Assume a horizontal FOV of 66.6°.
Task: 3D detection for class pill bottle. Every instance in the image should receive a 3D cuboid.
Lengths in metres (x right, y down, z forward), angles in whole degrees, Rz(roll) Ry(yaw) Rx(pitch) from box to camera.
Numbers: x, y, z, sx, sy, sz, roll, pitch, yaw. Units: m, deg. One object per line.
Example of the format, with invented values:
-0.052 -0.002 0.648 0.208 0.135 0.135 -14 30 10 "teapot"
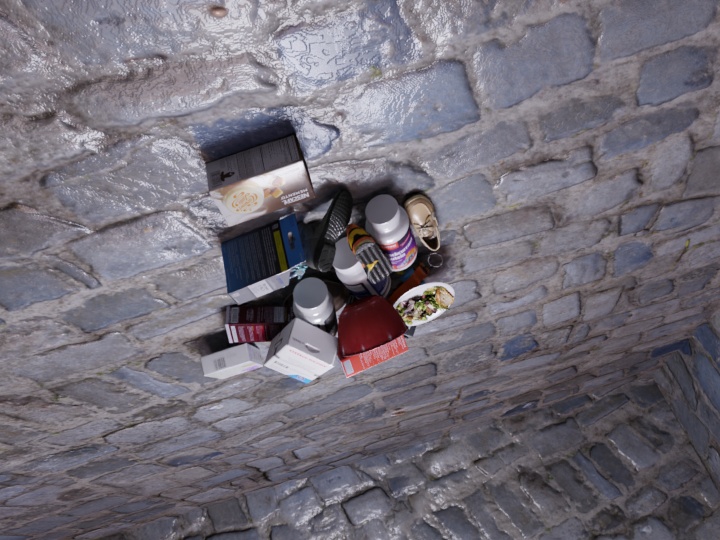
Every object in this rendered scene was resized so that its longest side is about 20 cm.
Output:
0.000 0.000 1.457 0.113 0.118 0.200 -24 147 10 "pill bottle"
0.074 -0.094 1.361 0.109 0.114 0.201 -21 147 5 "pill bottle"
-0.124 0.114 1.504 0.113 0.119 0.202 -14 146 -6 "pill bottle"

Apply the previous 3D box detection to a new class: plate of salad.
0.180 0.106 1.556 0.194 0.049 0.203 -14 144 -10 "plate of salad"

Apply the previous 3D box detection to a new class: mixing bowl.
0.016 0.132 1.419 0.195 0.111 0.200 -22 -176 2 "mixing bowl"

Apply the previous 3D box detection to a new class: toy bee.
0.163 0.023 1.575 0.195 0.134 0.109 -22 -169 18 "toy bee"

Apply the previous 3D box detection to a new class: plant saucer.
-0.131 0.081 1.587 0.194 0.033 0.202 -14 146 -9 "plant saucer"

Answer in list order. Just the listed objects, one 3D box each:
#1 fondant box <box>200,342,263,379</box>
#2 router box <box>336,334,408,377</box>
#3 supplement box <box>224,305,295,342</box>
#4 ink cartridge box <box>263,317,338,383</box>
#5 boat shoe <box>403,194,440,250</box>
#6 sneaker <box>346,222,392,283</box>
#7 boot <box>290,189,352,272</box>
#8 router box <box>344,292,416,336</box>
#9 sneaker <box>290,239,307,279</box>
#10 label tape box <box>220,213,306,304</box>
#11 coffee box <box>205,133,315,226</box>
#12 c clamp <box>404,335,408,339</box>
-0.385 0.278 1.666 0.140 0.060 0.200 -17 168 -2 "fondant box"
0.022 0.211 1.476 0.175 0.050 0.200 -23 -175 -8 "router box"
-0.280 0.153 1.559 0.193 0.062 0.110 0 145 -6 "supplement box"
-0.161 0.223 1.496 0.143 0.086 0.200 27 146 -17 "ink cartridge box"
0.168 -0.121 1.412 0.070 0.066 0.200 -26 146 12 "boat shoe"
0.020 -0.045 1.321 0.069 0.091 0.201 -32 150 3 "sneaker"
-0.103 -0.102 1.283 0.128 0.205 0.067 15 171 38 "boot"
0.065 0.136 1.665 0.146 0.052 0.199 14 168 37 "router box"
-0.150 -0.027 1.371 0.198 0.088 0.077 -37 143 27 "sneaker"
-0.220 -0.026 1.284 0.195 0.147 0.064 -21 147 5 "label tape box"
-0.202 -0.183 1.126 0.194 0.081 0.115 -18 147 -1 "coffee box"
0.048 0.191 1.739 0.196 0.028 0.169 12 176 37 "c clamp"
